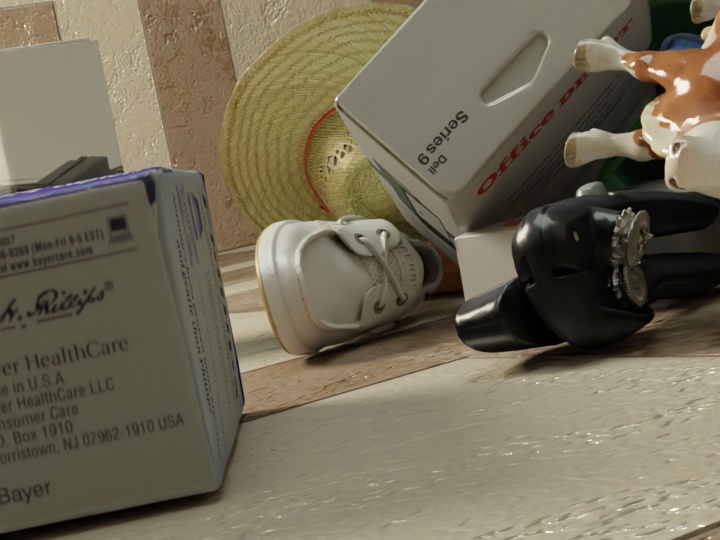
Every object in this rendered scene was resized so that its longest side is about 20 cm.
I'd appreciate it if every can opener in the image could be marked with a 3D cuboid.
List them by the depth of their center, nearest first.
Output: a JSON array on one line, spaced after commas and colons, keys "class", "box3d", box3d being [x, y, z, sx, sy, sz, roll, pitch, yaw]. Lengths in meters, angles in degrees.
[{"class": "can opener", "box3d": [0.114, -0.009, 0.690, 0.078, 0.064, 0.199, -5, 7, 35]}]

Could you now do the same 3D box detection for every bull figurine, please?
[{"class": "bull figurine", "box3d": [0.154, -0.079, 0.648, 0.121, 0.066, 0.200, 14, 42, 37]}]

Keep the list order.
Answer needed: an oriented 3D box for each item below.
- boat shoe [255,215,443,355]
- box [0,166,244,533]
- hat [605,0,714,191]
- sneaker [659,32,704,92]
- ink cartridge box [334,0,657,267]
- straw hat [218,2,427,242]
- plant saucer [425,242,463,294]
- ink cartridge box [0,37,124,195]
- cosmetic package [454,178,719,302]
[{"class": "boat shoe", "box3d": [0.000, 0.000, 0.876, 0.069, 0.072, 0.200, -13, 2, 17]}, {"class": "box", "box3d": [-0.141, 0.031, 0.581, 0.182, 0.106, 0.200, -11, 3, -2]}, {"class": "hat", "box3d": [0.223, -0.086, 1.106, 0.166, 0.200, 0.176, -44, -8, -2]}, {"class": "sneaker", "box3d": [0.199, -0.067, 0.811, 0.073, 0.083, 0.200, 10, 17, -18]}, {"class": "ink cartridge box", "box3d": [0.080, -0.084, 0.848, 0.146, 0.084, 0.200, -48, -18, -3]}, {"class": "straw hat", "box3d": [0.013, -0.059, 0.990, 0.199, 0.202, 0.085, -13, 44, -18]}, {"class": "plant saucer", "box3d": [0.095, -0.016, 1.105, 0.198, 0.038, 0.200, -11, 3, 1]}, {"class": "ink cartridge box", "box3d": [-0.212, -0.029, 0.999, 0.083, 0.202, 0.144, -14, 4, -40]}, {"class": "cosmetic package", "box3d": [0.139, -0.016, 0.832, 0.082, 0.051, 0.199, -10, 4, 38]}]
